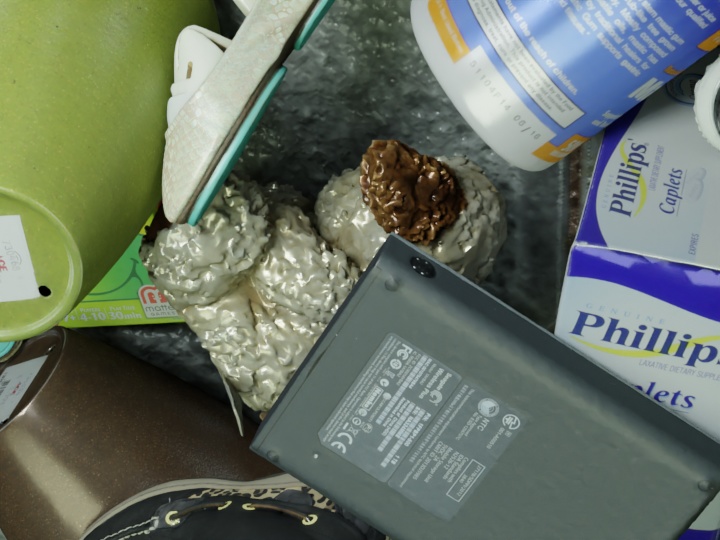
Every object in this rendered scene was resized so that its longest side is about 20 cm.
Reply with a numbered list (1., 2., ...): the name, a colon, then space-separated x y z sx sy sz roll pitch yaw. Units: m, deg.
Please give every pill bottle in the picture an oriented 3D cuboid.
1. pill bottle: 0.131 -0.146 1.074 0.199 0.112 0.112 -35 114 22

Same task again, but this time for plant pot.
1. plant pot: -0.141 0.133 1.339 0.186 0.188 0.200 -30 117 33
2. plant pot: -0.170 -0.062 1.111 0.185 0.201 0.188 1 128 2

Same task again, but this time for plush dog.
1. plush dog: 0.000 0.000 1.192 0.171 0.200 0.161 -31 82 9

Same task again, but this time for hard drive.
1. hard drive: 0.062 0.089 1.099 0.199 0.033 0.140 33 122 -4

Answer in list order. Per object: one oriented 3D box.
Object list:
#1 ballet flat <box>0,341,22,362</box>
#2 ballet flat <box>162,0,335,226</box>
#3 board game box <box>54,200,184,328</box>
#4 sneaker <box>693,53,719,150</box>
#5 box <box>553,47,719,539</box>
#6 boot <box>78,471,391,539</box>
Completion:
1. ballet flat: -0.271 -0.029 1.320 0.070 0.071 0.200 -32 111 34
2. ballet flat: -0.056 -0.116 1.098 0.062 0.201 0.067 32 169 -2
3. board game box: -0.164 -0.059 1.279 0.101 0.048 0.201 -3 128 17
4. sneaker: 0.253 -0.116 1.042 0.200 0.100 0.070 -44 109 2
5. box: 0.161 0.015 1.163 0.104 0.185 0.201 12 132 8
6. boot: -0.087 0.172 1.181 0.198 0.151 0.074 -11 109 20
